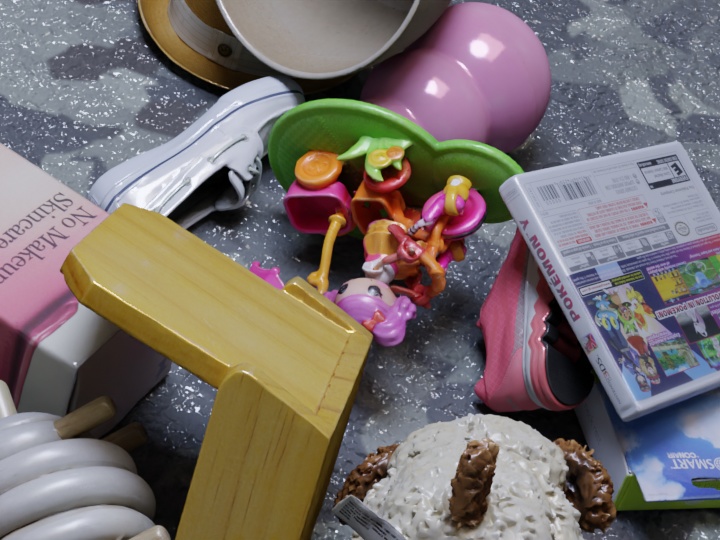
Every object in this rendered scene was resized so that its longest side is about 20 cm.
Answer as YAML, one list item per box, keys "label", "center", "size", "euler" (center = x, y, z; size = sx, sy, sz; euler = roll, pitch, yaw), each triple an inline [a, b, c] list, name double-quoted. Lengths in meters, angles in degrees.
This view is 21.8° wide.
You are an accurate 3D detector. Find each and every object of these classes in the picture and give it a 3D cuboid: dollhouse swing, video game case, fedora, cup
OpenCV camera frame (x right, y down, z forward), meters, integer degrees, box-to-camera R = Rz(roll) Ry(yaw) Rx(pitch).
- label: "dollhouse swing"
  center: [-0.098, 0.082, 1.105]
  size: [0.175, 0.182, 0.200]
  euler: [18, 16, 2]
- label: "video game case"
  center: [0.205, 0.002, 1.314]
  size: [0.200, 0.023, 0.183]
  euler: [-13, 71, -45]
- label: "fedora"
  center: [-0.081, -0.226, 1.525]
  size: [0.200, 0.082, 0.201]
  euler: [9, 43, -9]
- label: "cup"
  center: [0.003, -0.247, 1.420]
  size: [0.200, 0.201, 0.143]
  euler: [40, 25, 22]

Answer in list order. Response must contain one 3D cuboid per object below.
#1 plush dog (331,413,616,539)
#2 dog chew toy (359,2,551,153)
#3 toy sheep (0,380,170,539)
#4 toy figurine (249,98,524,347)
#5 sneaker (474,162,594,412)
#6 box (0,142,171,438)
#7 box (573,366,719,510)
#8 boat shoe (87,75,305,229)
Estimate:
- label: "plush dog"
  center: [0.062, 0.140, 1.093]
  size: [0.199, 0.161, 0.172]
  euler: [4, 21, 5]
- label: "dog chew toy"
  center: [0.056, -0.124, 1.449]
  size: [0.124, 0.125, 0.200]
  euler: [40, 55, 21]
- label: "toy sheep"
  center: [-0.178, 0.147, 1.084]
  size: [0.138, 0.138, 0.200]
  euler: [-9, 54, -26]
- label: "toy figurine"
  center: [0.000, 0.000, 1.291]
  size: [0.199, 0.150, 0.184]
  euler: [6, 52, 21]
- label: "sneaker"
  center: [0.117, 0.011, 1.331]
  size: [0.074, 0.087, 0.201]
  euler: [36, 50, -37]
- label: "box"
  center: [-0.229, 0.014, 1.216]
  size: [0.200, 0.109, 0.128]
  euler: [31, 45, 14]
- label: "box"
  center: [0.216, 0.096, 1.326]
  size: [0.122, 0.048, 0.200]
  euler: [0, 45, -18]
- label: "boat shoe"
  center: [-0.106, -0.071, 1.377]
  size: [0.200, 0.074, 0.067]
  euler: [-36, 64, -27]
